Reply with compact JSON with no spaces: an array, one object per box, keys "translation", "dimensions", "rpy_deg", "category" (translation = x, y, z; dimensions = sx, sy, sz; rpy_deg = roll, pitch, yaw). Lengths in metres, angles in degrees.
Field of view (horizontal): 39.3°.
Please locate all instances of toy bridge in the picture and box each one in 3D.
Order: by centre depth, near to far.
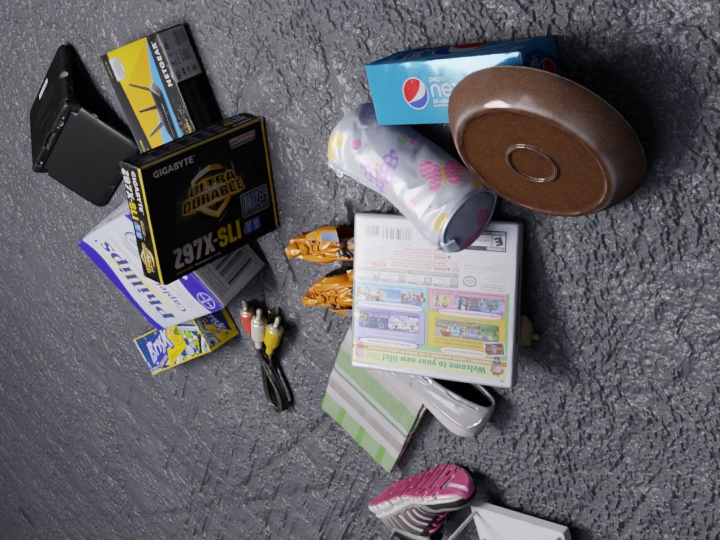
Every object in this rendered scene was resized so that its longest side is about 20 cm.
[{"translation":[0.112,0.070,1.177],"dimensions":[0.200,0.027,0.067],"rpy_deg":[3,157,29],"category":"toy bridge"}]

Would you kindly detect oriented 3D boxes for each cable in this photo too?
[{"translation":[-0.148,0.125,1.482],"dimensions":[0.097,0.050,0.200],"rpy_deg":[28,130,32],"category":"cable"}]

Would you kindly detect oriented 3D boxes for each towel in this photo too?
[{"translation":[0.022,0.168,1.361],"dimensions":[0.149,0.031,0.200],"rpy_deg":[43,140,21],"category":"towel"}]

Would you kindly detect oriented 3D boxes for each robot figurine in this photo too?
[{"translation":[0.000,0.000,1.249],"dimensions":[0.200,0.058,0.145],"rpy_deg":[-1,115,46],"category":"robot figurine"}]

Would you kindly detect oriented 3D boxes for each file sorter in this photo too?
[{"translation":[0.188,0.416,1.253],"dimensions":[0.139,0.124,0.200],"rpy_deg":[7,125,43],"category":"file sorter"}]

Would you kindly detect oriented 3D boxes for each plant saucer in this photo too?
[{"translation":[0.168,-0.112,0.959],"dimensions":[0.200,0.035,0.200],"rpy_deg":[25,156,12],"category":"plant saucer"}]

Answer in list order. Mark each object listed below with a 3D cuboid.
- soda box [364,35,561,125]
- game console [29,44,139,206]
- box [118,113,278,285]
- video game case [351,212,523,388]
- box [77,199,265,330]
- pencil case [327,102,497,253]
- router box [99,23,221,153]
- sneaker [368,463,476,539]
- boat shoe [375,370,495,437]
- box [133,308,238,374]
[{"translation":[0.103,-0.191,1.024],"dimensions":[0.200,0.064,0.068],"rpy_deg":[5,117,43],"category":"soda box"},{"translation":[-0.438,-0.224,1.586],"dimensions":[0.200,0.116,0.176],"rpy_deg":[-41,53,49],"category":"game console"},{"translation":[-0.200,-0.093,1.285],"dimensions":[0.049,0.200,0.160],"rpy_deg":[20,126,38],"category":"box"},{"translation":[0.083,0.030,1.135],"dimensions":[0.200,0.022,0.183],"rpy_deg":[5,98,26],"category":"video game case"},{"translation":[-0.272,-0.024,1.437],"dimensions":[0.184,0.105,0.200],"rpy_deg":[50,143,-16],"category":"box"},{"translation":[0.053,-0.102,1.094],"dimensions":[0.200,0.091,0.083],"rpy_deg":[39,161,30],"category":"pencil case"},{"translation":[-0.263,-0.221,1.383],"dimensions":[0.149,0.051,0.200],"rpy_deg":[-5,112,47],"category":"router box"},{"translation":[0.096,0.319,1.344],"dimensions":[0.088,0.074,0.200],"rpy_deg":[54,139,-4],"category":"sneaker"},{"translation":[0.080,0.119,1.235],"dimensions":[0.200,0.072,0.069],"rpy_deg":[44,134,17],"category":"boat shoe"},{"translation":[-0.278,0.105,1.591],"dimensions":[0.200,0.064,0.070],"rpy_deg":[-24,96,49],"category":"box"}]
